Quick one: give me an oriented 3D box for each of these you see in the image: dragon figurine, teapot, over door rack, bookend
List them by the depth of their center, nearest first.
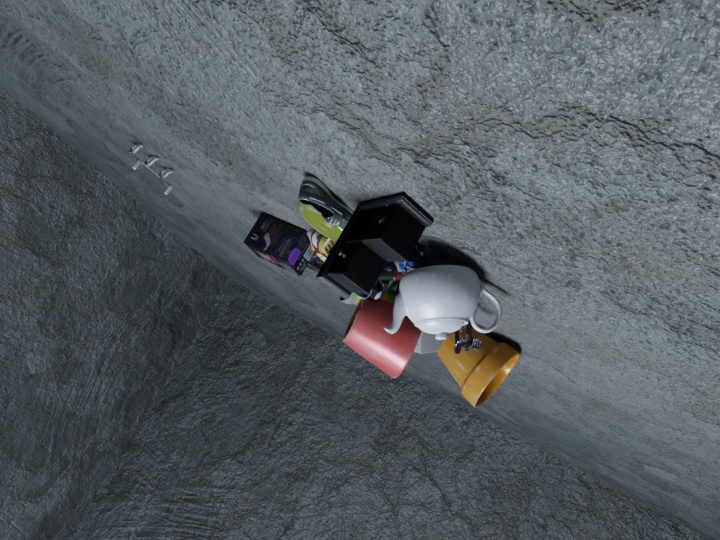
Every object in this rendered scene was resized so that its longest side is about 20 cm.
[{"bbox_3d":[0.024,-0.043,1.107,0.092,0.202,0.198,35,166,-23],"label":"bookend"},{"bbox_3d":[0.182,0.079,1.182,0.198,0.149,0.195,-16,160,41],"label":"teapot"},{"bbox_3d":[0.113,-0.033,1.240,0.197,0.060,0.100,18,159,31],"label":"dragon figurine"},{"bbox_3d":[-0.723,-0.361,1.849,0.148,0.067,0.200,43,-177,-38],"label":"over door rack"}]

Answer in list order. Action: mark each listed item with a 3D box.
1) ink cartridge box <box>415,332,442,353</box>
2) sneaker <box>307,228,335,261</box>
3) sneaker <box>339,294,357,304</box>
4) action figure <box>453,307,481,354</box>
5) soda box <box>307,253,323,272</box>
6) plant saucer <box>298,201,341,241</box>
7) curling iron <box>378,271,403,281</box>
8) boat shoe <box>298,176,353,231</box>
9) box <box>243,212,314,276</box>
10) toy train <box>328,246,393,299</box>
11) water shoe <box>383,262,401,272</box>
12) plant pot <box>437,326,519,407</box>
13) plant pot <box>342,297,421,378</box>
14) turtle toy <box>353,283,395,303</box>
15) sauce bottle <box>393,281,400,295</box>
[{"bbox_3d":[0.191,0.202,1.708,0.144,0.085,0.199,-3,-175,-29],"label":"ink cartridge box"},{"bbox_3d":[-0.097,-0.060,1.597,0.089,0.075,0.201,33,162,28],"label":"sneaker"},{"bbox_3d":[-0.025,0.088,1.850,0.201,0.091,0.076,54,-176,-48],"label":"sneaker"},{"bbox_3d":[0.247,0.112,1.374,0.117,0.103,0.202,8,-139,-29],"label":"action figure"},{"bbox_3d":[-0.117,-0.021,1.765,0.198,0.064,0.071,25,166,28],"label":"soda box"},{"bbox_3d":[-0.087,-0.126,1.412,0.198,0.031,0.200,29,165,8],"label":"plant saucer"},{"bbox_3d":[0.094,0.025,1.364,0.196,0.051,0.026,6,-176,-11],"label":"curling iron"},{"bbox_3d":[-0.075,-0.136,1.262,0.072,0.063,0.200,-7,141,41],"label":"boat shoe"},{"bbox_3d":[-0.259,-0.085,1.725,0.198,0.124,0.106,24,166,29],"label":"box"},{"bbox_3d":[0.000,0.000,1.461,0.200,0.086,0.113,43,-146,23],"label":"toy train"},{"bbox_3d":[0.037,-0.026,1.386,0.071,0.080,0.200,17,160,44],"label":"water shoe"},{"bbox_3d":[0.330,0.260,1.553,0.183,0.200,0.201,41,172,26],"label":"plant pot"},{"bbox_3d":[0.057,0.169,1.472,0.175,0.203,0.200,26,167,-5],"label":"plant pot"},{"bbox_3d":[0.029,0.047,1.608,0.198,0.102,0.146,30,164,8],"label":"turtle toy"},{"bbox_3d":[0.190,0.096,1.522,0.198,0.067,0.066,33,167,6],"label":"sauce bottle"}]
